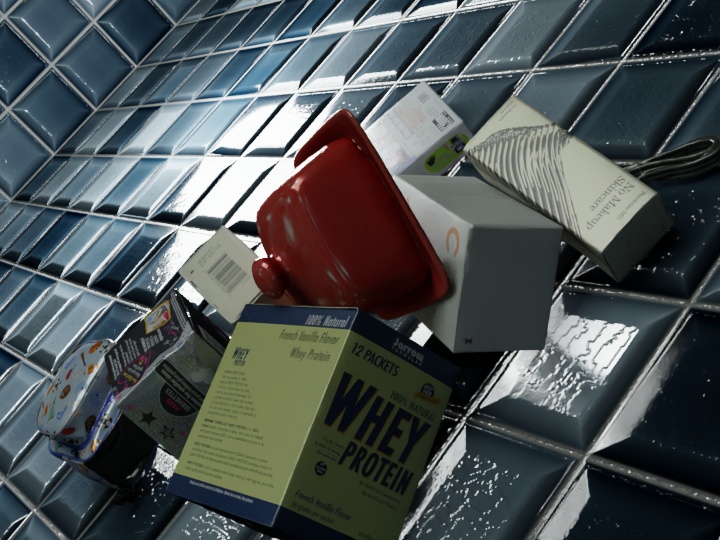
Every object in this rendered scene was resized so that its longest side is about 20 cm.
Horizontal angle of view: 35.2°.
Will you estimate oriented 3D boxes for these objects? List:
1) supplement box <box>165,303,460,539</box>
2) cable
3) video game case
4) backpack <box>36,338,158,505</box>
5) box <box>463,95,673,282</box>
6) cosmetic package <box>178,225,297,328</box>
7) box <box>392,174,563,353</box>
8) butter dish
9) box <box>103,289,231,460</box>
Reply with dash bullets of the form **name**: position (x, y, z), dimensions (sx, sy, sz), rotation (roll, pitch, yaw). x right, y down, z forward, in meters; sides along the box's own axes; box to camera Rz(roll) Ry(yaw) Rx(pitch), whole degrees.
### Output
- **supplement box**: position (-0.046, 0.149, 1.059), dimensions (0.200, 0.134, 0.200), rotation (-1, 63, 54)
- **cable**: position (0.272, -0.083, 1.143), dimensions (0.200, 0.050, 0.097), rotation (-21, 20, 14)
- **video game case**: position (0.052, -0.158, 1.533), dimensions (0.181, 0.045, 0.200), rotation (-38, 26, 6)
- **backpack**: position (-0.322, 0.180, 1.443), dimensions (0.190, 0.154, 0.200), rotation (-17, 37, 59)
- **box**: position (0.198, -0.082, 1.098), dimensions (0.082, 0.068, 0.200), rotation (-48, 52, -1)
- **cosmetic package**: position (-0.103, 0.046, 1.242), dimensions (0.073, 0.200, 0.104), rotation (-47, 58, -4)
- **box**: position (0.103, -0.012, 1.122), dimensions (0.200, 0.097, 0.125), rotation (-135, 48, -64)
- **butter dish**: position (-0.037, -0.022, 1.090), dimensions (0.148, 0.200, 0.199), rotation (-31, 0, -21)
- **box**: position (-0.159, 0.142, 1.202), dimensions (0.115, 0.200, 0.132), rotation (-44, 26, 1)
